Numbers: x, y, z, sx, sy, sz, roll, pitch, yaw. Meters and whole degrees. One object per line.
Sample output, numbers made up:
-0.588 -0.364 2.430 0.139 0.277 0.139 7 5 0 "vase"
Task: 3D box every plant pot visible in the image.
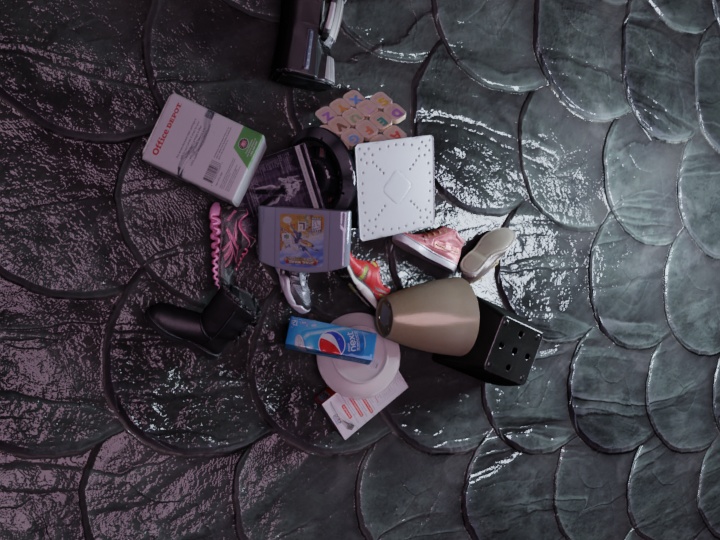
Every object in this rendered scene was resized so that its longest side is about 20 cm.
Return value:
0.142 0.107 1.356 0.197 0.187 0.190 2 95 -23 "plant pot"
0.330 0.183 1.450 0.198 0.177 0.202 24 87 -22 "plant pot"

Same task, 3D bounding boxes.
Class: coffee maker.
-0.134 -0.498 1.229 0.189 0.135 0.203 9 91 0 "coffee maker"

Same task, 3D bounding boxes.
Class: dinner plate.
-0.003 0.195 1.348 0.197 0.024 0.203 2 74 -8 "dinner plate"

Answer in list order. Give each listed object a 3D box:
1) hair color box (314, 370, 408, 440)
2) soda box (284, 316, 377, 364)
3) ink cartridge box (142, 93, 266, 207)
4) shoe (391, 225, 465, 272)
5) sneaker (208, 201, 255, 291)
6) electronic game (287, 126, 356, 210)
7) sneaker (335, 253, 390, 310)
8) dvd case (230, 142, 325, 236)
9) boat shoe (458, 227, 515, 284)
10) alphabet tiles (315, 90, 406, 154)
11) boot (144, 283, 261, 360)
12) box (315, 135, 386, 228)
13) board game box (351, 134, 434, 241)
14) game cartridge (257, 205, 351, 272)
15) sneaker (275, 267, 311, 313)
0.003 0.290 1.384 0.199 0.064 0.112 -36 107 -17 "hair color box"
-0.067 0.158 1.301 0.197 0.068 0.065 11 72 -5 "soda box"
-0.308 -0.238 1.161 0.198 0.083 0.148 26 85 -3 "ink cartridge box"
0.169 -0.075 1.417 0.199 0.071 0.092 25 84 -28 "shoe"
-0.268 -0.043 1.225 0.094 0.079 0.203 -2 97 -12 "sneaker"
-0.088 -0.202 1.235 0.041 0.198 0.203 -23 105 -48 "electronic game"
0.000 0.000 1.356 0.085 0.077 0.201 -47 120 -17 "sneaker"
-0.186 -0.165 1.228 0.198 0.016 0.151 -16 99 14 "dvd case"
0.324 -0.038 1.488 0.200 0.072 0.060 -40 150 -27 "boat shoe"
-0.002 -0.322 1.277 0.199 0.015 0.196 -34 63 -16 "alphabet tiles"
-0.315 0.088 1.192 0.198 0.074 0.162 37 111 -27 "boot"
-0.024 -0.196 1.298 0.157 0.046 0.203 5 94 7 "box"
0.073 -0.180 1.250 0.198 0.026 0.203 -13 110 -28 "board game box"
-0.118 -0.064 1.210 0.197 0.042 0.135 4 97 9 "game cartridge"
-0.122 -0.009 1.273 0.113 0.076 0.202 -16 100 15 "sneaker"
